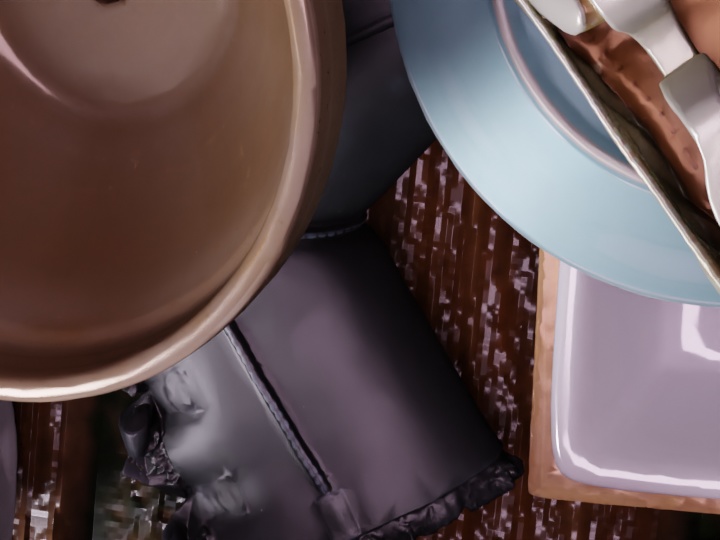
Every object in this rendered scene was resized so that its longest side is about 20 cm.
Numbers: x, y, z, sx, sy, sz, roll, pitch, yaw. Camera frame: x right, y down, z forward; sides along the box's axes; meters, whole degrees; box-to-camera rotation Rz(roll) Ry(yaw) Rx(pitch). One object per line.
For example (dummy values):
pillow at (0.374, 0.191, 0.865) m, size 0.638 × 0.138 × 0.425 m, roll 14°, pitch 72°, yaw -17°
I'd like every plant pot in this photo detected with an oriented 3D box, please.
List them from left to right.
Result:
plant pot at (-0.087, -0.074, 0.753) m, size 0.200 × 0.093 × 0.202 m, roll 8°, pitch 113°, yaw 20°

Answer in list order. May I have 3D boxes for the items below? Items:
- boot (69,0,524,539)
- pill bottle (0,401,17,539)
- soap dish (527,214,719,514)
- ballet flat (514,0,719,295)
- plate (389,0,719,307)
boot at (0.000, 0.000, 0.829) m, size 0.198 × 0.073 × 0.163 m, roll -24°, pitch 95°, yaw 20°
pill bottle at (-0.218, 0.064, 0.858) m, size 0.199 × 0.113 × 0.113 m, roll 2°, pitch 102°, yaw 9°
soap dish at (0.153, -0.005, 0.799) m, size 0.199 × 0.081 × 0.158 m, roll 4°, pitch 102°, yaw 8°
ballet flat at (0.084, -0.059, 0.701) m, size 0.067 × 0.062 × 0.200 m, roll -35°, pitch 91°, yaw 13°
plate at (0.103, -0.087, 0.738) m, size 0.199 × 0.026 × 0.201 m, roll 1°, pitch 98°, yaw 11°
